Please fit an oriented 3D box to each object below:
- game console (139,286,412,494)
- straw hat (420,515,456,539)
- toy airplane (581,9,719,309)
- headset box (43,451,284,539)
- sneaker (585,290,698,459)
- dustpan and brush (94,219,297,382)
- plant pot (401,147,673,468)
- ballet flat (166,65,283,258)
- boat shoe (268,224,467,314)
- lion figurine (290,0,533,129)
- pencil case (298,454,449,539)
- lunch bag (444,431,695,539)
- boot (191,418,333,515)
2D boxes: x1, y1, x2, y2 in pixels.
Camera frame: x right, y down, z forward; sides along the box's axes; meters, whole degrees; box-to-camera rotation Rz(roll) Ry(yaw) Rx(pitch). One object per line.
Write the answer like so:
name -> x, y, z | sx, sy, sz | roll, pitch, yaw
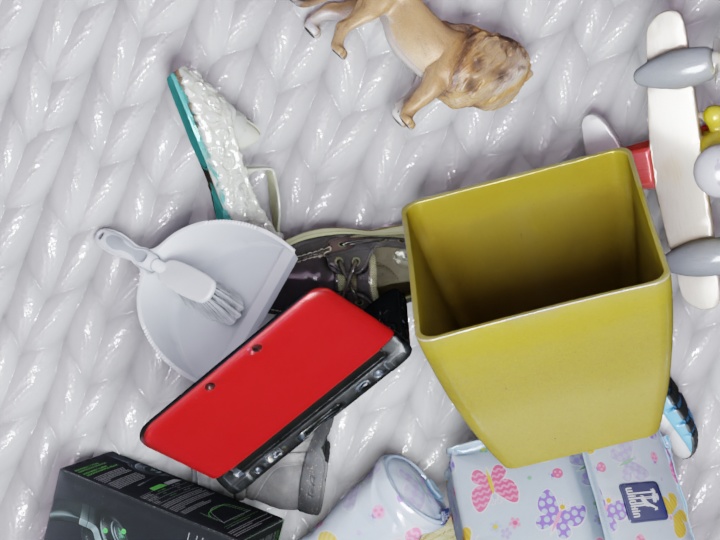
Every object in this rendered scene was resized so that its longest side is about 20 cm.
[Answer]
game console -> -0.068, 0.075, 1.475 | 0.200, 0.173, 0.119 | -39, 109, 15
straw hat -> 0.113, 0.325, 1.620 | 0.200, 0.085, 0.202 | 7, 111, 18
toy airplane -> 0.284, -0.094, 1.548 | 0.200, 0.141, 0.199 | 35, 98, -10
headset box -> -0.190, 0.274, 1.588 | 0.199, 0.093, 0.175 | 17, 101, 21
sneaker -> 0.225, 0.098, 1.628 | 0.087, 0.075, 0.200 | -38, 95, 14
dustpan and brush -> -0.159, 0.005, 1.541 | 0.057, 0.200, 0.140 | 35, 82, -41
plant pot -> 0.157, 0.044, 1.484 | 0.199, 0.200, 0.177 | -15, 124, 7
ballet flat -> -0.110, -0.090, 1.569 | 0.071, 0.072, 0.201 | -17, 108, 0
boat shoe -> 0.000, 0.000, 1.567 | 0.199, 0.065, 0.074 | -14, 109, -16
lion figurine -> 0.046, -0.201, 1.549 | 0.200, 0.072, 0.123 | 45, 89, -6
pencil case -> -0.012, 0.253, 1.617 | 0.200, 0.091, 0.083 | -45, 79, 16
lunch bag -> 0.183, 0.218, 1.547 | 0.199, 0.127, 0.170 | -9, 70, -4
boot -> -0.087, 0.121, 1.611 | 0.131, 0.070, 0.201 | 9, 97, 0
